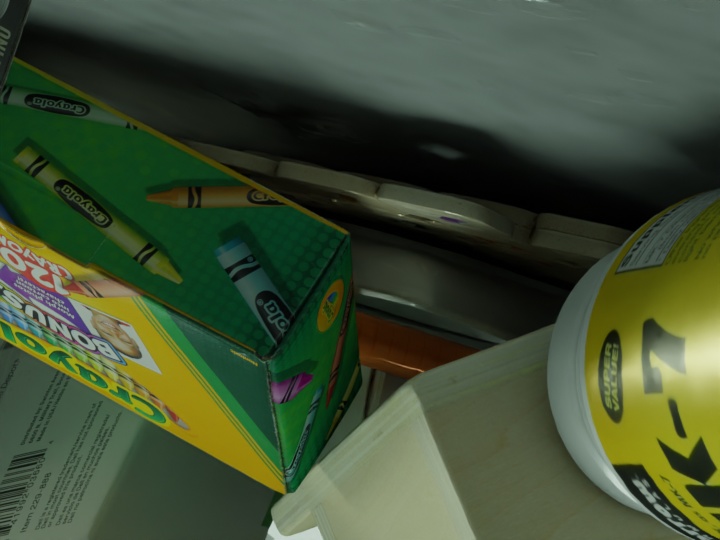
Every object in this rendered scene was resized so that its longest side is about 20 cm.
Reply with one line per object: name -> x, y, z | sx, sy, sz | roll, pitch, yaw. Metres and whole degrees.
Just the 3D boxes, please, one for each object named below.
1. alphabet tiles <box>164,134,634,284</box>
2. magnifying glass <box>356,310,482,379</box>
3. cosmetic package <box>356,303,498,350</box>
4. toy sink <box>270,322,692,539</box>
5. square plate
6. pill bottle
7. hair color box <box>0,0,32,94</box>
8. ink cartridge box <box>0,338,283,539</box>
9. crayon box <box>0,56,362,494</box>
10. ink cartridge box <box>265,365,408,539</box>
alphabet tiles -> 0.023, -0.021, 0.979 | 0.199, 0.015, 0.195 | 13, 176, 25
magnifying glass -> 0.072, 0.052, 1.109 | 0.199, 0.023, 0.080 | 20, 160, -17
cosmetic package -> 0.047, 0.051, 1.204 | 0.199, 0.051, 0.083 | 14, -177, -1
toy sink -> 0.065, 0.096, 0.968 | 0.130, 0.113, 0.200 | -19, 169, -22
square plate -> 0.000, 0.000, 1.066 | 0.197, 0.029, 0.200 | 15, 178, 35
pill bottle -> 0.132, 0.028, 0.783 | 0.114, 0.115, 0.200 | 19, 171, -13
hair color box -> -0.200, -0.064, 0.850 | 0.199, 0.110, 0.065 | 8, 166, 42
ink cartridge box -> -0.132, 0.096, 1.119 | 0.199, 0.146, 0.084 | -15, 130, 39
crayon box -> -0.098, -0.009, 0.949 | 0.199, 0.058, 0.119 | 27, 158, 15
ink cartridge box -> -0.023, 0.133, 1.182 | 0.199, 0.086, 0.148 | -26, 126, 36
